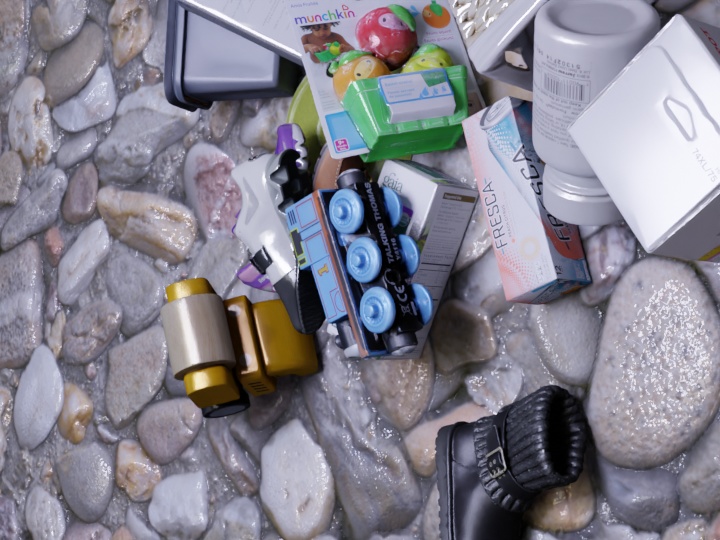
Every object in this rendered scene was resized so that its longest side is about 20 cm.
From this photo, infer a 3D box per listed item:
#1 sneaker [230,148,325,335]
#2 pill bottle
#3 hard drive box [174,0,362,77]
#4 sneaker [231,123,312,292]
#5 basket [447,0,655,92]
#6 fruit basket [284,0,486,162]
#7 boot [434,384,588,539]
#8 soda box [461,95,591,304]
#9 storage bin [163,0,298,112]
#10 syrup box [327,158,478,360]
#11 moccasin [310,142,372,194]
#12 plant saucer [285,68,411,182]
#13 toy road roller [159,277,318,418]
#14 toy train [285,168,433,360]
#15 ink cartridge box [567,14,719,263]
[{"bbox_3d":[-0.089,-0.027,1.726,0.088,0.074,0.201,-7,98,31],"label":"sneaker"},{"bbox_3d":[0.217,-0.149,1.500,0.114,0.114,0.201,31,136,40],"label":"pill bottle"},{"bbox_3d":[-0.086,-0.324,1.777,0.200,0.077,0.156,28,90,8],"label":"hard drive box"},{"bbox_3d":[-0.099,-0.065,1.788,0.088,0.080,0.201,3,90,4],"label":"sneaker"},{"bbox_3d":[0.191,-0.288,1.565,0.200,0.135,0.124,-46,56,29],"label":"basket"},{"bbox_3d":[0.031,-0.220,1.683,0.094,0.185,0.201,130,128,-66],"label":"fruit basket"},{"bbox_3d":[0.155,0.229,1.584,0.158,0.079,0.212,-21,72,40],"label":"boot"},{"bbox_3d":[0.166,-0.069,1.614,0.068,0.063,0.201,-26,69,38],"label":"soda box"},{"bbox_3d":[-0.140,-0.285,1.882,0.134,0.146,0.201,4,88,15],"label":"storage bin"},{"bbox_3d":[0.045,-0.011,1.708,0.079,0.081,0.201,28,106,37],"label":"syrup box"},{"bbox_3d":[-0.013,-0.061,1.747,0.078,0.074,0.202,20,117,25],"label":"moccasin"},{"bbox_3d":[-0.021,-0.159,1.818,0.200,0.031,0.201,-6,81,42],"label":"plant saucer"},{"bbox_3d":[-0.131,0.079,1.798,0.146,0.200,0.123,-15,74,3],"label":"toy road roller"},{"bbox_3d":[0.000,0.000,1.642,0.114,0.087,0.201,-29,74,42],"label":"toy train"},{"bbox_3d":[0.314,-0.106,1.388,0.146,0.200,0.147,-46,57,30],"label":"ink cartridge box"}]
